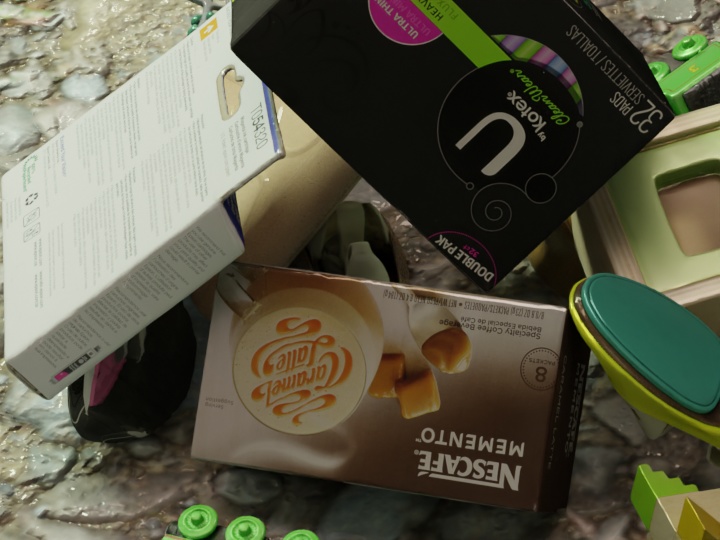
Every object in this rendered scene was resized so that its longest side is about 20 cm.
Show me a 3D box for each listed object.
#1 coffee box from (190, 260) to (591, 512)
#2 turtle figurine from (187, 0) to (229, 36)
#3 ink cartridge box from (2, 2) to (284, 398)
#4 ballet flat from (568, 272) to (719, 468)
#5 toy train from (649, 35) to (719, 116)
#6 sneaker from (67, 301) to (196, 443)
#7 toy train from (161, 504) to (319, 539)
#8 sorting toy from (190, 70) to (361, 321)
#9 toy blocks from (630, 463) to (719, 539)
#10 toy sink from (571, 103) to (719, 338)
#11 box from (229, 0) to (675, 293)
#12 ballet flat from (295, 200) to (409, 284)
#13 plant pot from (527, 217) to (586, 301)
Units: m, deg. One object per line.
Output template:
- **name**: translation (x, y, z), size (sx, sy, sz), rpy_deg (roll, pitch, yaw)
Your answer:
- **coffee box**: translation (0.019, 0.064, 1.499), size (0.200, 0.115, 0.080), rpy_deg (9, -2, 17)
- **turtle figurine**: translation (-0.027, -0.152, 1.796), size (0.150, 0.101, 0.200), rpy_deg (-31, 49, 20)
- **ink cartridge box**: translation (-0.118, -0.047, 1.545), size (0.200, 0.043, 0.197), rpy_deg (-35, 31, 15)
- **ballet flat**: translation (0.190, 0.074, 1.464), size (0.200, 0.067, 0.067), rpy_deg (28, 47, -5)
- **toy train**: translation (0.150, -0.073, 1.644), size (0.200, 0.042, 0.056), rpy_deg (-36, 30, -8)
- **sneaker**: translation (-0.150, 0.026, 1.627), size (0.086, 0.080, 0.200), rpy_deg (-23, 38, 29)
- **toy train**: translation (-0.019, 0.172, 1.442), size (0.200, 0.042, 0.056), rpy_deg (11, 52, 20)
- **sorting toy**: translation (-0.060, -0.082, 1.690), size (0.185, 0.036, 0.200), rpy_deg (-50, 39, 13)
- **toy blocks**: translation (0.236, 0.174, 1.374), size (0.136, 0.100, 0.200), rpy_deg (-7, 42, -18)
- **toy sink**: translation (0.232, -0.022, 1.557), size (0.200, 0.112, 0.131), rpy_deg (-15, 54, -3)
- **box**: translation (0.047, -0.120, 1.489), size (0.149, 0.200, 0.124), rpy_deg (-44, 17, 12)
- **ballet flat**: translation (0.000, 0.000, 1.630), size (0.068, 0.067, 0.200), rpy_deg (-11, 39, -8)
- **plant pot**: translation (0.199, -0.036, 1.683), size (0.200, 0.028, 0.200), rpy_deg (-4, 39, 3)
